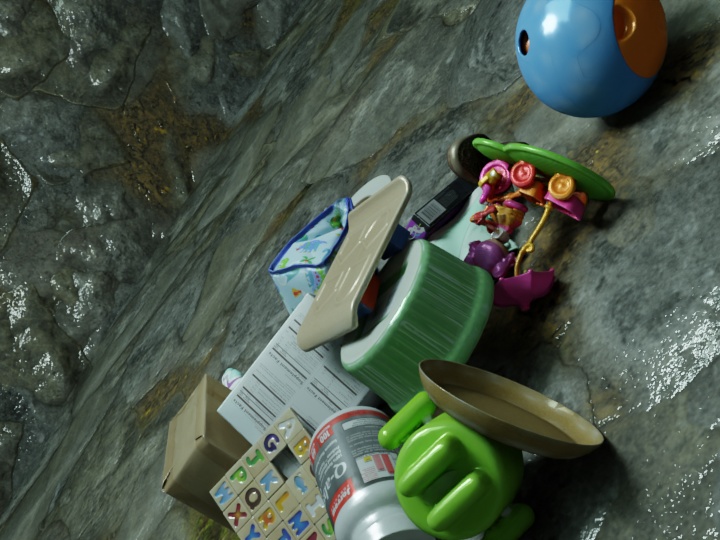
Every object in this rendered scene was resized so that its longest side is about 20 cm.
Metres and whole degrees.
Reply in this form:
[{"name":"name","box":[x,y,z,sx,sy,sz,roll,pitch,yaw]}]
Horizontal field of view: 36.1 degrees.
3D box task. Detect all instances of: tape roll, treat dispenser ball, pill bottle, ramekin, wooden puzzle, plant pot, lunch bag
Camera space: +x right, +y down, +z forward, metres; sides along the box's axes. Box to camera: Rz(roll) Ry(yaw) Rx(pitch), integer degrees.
[{"name":"tape roll","box":[0.001,-0.081,1.995,0.203,0.037,0.204,-44,22,23]},{"name":"treat dispenser ball","box":[0.302,-0.303,1.450,0.201,0.200,0.202,-44,22,23]},{"name":"pill bottle","box":[0.015,0.261,1.270,0.116,0.115,0.201,-47,33,14]},{"name":"ramekin","box":[0.061,0.061,1.308,0.201,0.097,0.201,-53,15,20]},{"name":"wooden puzzle","box":[0.000,0.000,1.369,0.185,0.046,0.203,-32,34,63]},{"name":"plant pot","box":[0.146,0.141,1.105,0.200,0.197,0.028,-134,64,-69]},{"name":"lunch bag","box":[-0.029,0.009,1.687,0.125,0.172,0.201,-7,29,27]}]

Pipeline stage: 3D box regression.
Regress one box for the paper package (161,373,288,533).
[{"name":"paper package","box":[-0.170,0.273,1.561,0.104,0.198,0.191,-51,19,14]}]

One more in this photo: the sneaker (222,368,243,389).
[{"name":"sneaker","box":[-0.221,0.250,1.894,0.141,0.077,0.199,-57,20,-11]}]

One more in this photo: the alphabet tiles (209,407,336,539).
[{"name":"alphabet tiles","box":[-0.087,0.307,1.402,0.167,0.201,0.008,-46,-23,15]}]

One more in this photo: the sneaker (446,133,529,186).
[{"name":"sneaker","box":[0.163,-0.142,1.505,0.075,0.198,0.072,-11,85,38]}]

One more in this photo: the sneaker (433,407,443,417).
[{"name":"sneaker","box":[0.087,0.183,1.322,0.105,0.075,0.200,-48,24,0]}]

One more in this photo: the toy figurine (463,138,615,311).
[{"name":"toy figurine","box":[0.190,-0.048,1.368,0.198,0.150,0.187,23,86,31]}]

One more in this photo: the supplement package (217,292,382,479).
[{"name":"supplement package","box":[-0.061,0.161,1.505,0.201,0.150,0.152,-52,-13,3]}]

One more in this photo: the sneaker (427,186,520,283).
[{"name":"sneaker","box":[0.186,-0.048,1.520,0.117,0.075,0.200,21,49,33]}]

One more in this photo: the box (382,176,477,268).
[{"name":"box","box":[0.084,-0.035,1.583,0.143,0.036,0.201,-40,-16,-46]}]

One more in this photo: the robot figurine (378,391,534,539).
[{"name":"robot figurine","box":[0.103,0.202,1.116,0.116,0.176,0.200,-47,-12,13]}]

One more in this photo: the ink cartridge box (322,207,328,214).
[{"name":"ink cartridge box","box":[-0.071,0.017,1.786,0.047,0.201,0.162,12,61,29]}]
